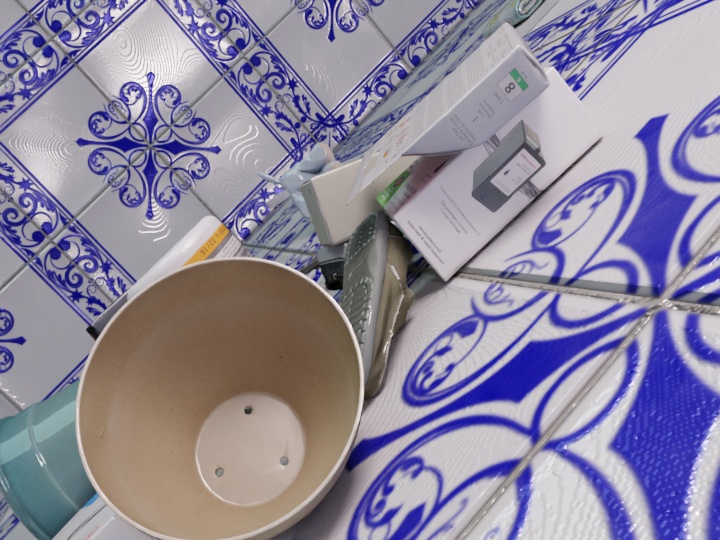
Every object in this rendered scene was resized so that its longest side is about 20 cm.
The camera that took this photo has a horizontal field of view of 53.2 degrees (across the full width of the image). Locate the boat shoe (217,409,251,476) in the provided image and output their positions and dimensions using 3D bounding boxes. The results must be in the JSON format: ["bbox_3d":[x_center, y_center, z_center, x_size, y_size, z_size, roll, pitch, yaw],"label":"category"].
[{"bbox_3d":[-0.150,0.155,0.748,0.060,0.075,0.201,-10,21,2],"label":"boat shoe"}]

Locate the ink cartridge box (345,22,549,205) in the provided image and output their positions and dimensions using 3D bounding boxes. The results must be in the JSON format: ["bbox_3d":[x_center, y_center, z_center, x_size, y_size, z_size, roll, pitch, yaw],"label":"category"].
[{"bbox_3d":[0.079,-0.137,0.672,0.199,0.050,0.162,-42,14,22],"label":"ink cartridge box"}]

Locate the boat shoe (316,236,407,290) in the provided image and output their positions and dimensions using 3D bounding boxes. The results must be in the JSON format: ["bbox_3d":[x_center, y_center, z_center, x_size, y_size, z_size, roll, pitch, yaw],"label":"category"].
[{"bbox_3d":[0.000,0.000,0.829,0.068,0.068,0.199,-10,3,-26],"label":"boat shoe"}]

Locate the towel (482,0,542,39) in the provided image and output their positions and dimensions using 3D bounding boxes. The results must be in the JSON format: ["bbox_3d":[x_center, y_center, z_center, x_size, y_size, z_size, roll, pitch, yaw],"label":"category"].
[{"bbox_3d":[0.389,-0.634,1.683,0.200,0.048,0.171,-47,10,-12],"label":"towel"}]

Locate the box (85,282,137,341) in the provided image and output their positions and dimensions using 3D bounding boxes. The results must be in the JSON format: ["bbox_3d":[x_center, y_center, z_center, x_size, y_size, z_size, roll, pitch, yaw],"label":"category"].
[{"bbox_3d":[-0.370,0.136,1.254,0.104,0.201,0.181,-46,12,-23],"label":"box"}]

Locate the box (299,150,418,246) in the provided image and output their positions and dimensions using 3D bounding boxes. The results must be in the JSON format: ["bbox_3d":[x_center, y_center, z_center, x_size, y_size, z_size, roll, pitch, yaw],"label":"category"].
[{"bbox_3d":[0.034,-0.101,0.847,0.196,0.084,0.068,-22,7,-15],"label":"box"}]

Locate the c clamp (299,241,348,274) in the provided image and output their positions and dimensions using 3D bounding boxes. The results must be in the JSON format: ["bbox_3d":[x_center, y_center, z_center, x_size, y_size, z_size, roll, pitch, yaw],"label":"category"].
[{"bbox_3d":[0.002,-0.049,1.032,0.198,0.027,0.170,-32,3,41],"label":"c clamp"}]

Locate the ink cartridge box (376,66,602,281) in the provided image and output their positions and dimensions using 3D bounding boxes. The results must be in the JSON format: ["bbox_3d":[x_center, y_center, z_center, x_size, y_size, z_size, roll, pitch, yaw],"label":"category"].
[{"bbox_3d":[0.119,-0.101,0.717,0.199,0.084,0.146,-43,13,5],"label":"ink cartridge box"}]

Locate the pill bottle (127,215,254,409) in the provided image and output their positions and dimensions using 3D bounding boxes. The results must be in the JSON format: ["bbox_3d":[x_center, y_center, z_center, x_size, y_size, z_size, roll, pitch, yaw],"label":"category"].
[{"bbox_3d":[-0.117,0.057,0.693,0.116,0.200,0.117,-40,12,10],"label":"pill bottle"}]

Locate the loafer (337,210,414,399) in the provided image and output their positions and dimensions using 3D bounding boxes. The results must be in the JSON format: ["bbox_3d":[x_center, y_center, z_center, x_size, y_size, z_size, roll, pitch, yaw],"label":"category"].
[{"bbox_3d":[0.019,0.033,0.651,0.075,0.069,0.203,-37,31,43],"label":"loafer"}]

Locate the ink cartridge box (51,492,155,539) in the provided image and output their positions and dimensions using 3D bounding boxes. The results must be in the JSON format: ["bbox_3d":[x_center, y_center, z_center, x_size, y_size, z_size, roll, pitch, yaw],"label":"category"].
[{"bbox_3d":[-0.260,0.288,0.712,0.116,0.068,0.199,-47,13,-11],"label":"ink cartridge box"}]

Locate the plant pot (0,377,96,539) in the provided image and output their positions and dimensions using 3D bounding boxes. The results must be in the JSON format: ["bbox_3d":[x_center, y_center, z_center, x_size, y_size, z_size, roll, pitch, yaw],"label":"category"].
[{"bbox_3d":[-0.309,0.208,0.890,0.194,0.202,0.200,-35,12,-4],"label":"plant pot"}]

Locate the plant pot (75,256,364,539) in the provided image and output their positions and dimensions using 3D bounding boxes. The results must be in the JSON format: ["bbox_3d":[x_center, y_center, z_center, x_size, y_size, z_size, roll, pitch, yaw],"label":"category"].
[{"bbox_3d":[-0.092,0.113,0.539,0.201,0.198,0.136,-49,-22,-24],"label":"plant pot"}]

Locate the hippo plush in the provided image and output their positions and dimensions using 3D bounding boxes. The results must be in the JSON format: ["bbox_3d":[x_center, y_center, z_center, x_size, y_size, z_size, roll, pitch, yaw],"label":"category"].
[{"bbox_3d":[-0.093,-0.173,1.603,0.196,0.163,0.160,-24,-13,17],"label":"hippo plush"}]
